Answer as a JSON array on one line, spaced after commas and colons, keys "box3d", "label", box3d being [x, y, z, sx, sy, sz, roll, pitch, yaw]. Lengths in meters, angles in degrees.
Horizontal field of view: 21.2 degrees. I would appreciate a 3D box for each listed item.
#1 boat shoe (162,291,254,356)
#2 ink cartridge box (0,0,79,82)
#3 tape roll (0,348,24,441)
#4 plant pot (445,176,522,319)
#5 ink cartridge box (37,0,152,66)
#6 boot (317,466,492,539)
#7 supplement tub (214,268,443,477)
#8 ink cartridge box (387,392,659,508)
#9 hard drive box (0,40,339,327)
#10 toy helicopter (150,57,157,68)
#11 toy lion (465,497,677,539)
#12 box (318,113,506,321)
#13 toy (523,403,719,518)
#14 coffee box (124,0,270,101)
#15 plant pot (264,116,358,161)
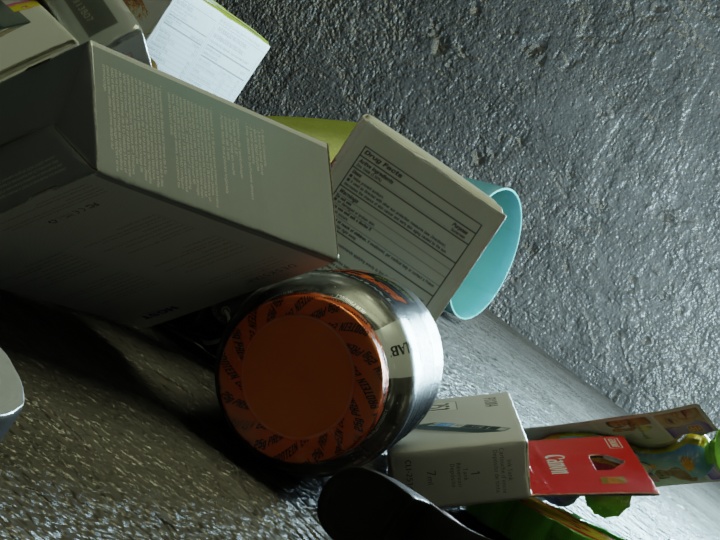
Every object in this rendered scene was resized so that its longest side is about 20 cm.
[{"box3d": [-0.092, 0.037, 1.317, 0.200, 0.072, 0.068, 37, 23, 11], "label": "boat shoe"}, {"box3d": [-0.228, -0.104, 1.277, 0.200, 0.087, 0.146, 44, -21, 56], "label": "ink cartridge box"}, {"box3d": [-0.214, 0.017, 0.645, 0.200, 0.066, 0.200, 34, 4, -3], "label": "tape roll"}, {"box3d": [0.117, -0.051, 2.799, 0.161, 0.201, 0.200, 23, -1, 27], "label": "plant pot"}, {"box3d": [-0.189, -0.147, 1.328, 0.163, 0.057, 0.200, 54, -11, 29], "label": "ink cartridge box"}, {"box3d": [0.078, 0.192, 1.061, 0.188, 0.069, 0.200, 29, -6, 29], "label": "boot"}, {"box3d": [-0.018, 0.060, 1.180, 0.122, 0.123, 0.200, 35, 5, 6], "label": "supplement tub"}, {"box3d": [0.107, 0.121, 1.339, 0.175, 0.045, 0.200, -5, 6, 1], "label": "ink cartridge box"}, {"box3d": [-0.134, -0.039, 1.068, 0.200, 0.155, 0.077, 21, 57, -51], "label": "hard drive box"}, {"box3d": [-0.226, -0.128, 1.555, 0.132, 0.079, 0.200, 18, 36, 8], "label": "toy helicopter"}, {"box3d": [0.171, 0.207, 1.427, 0.191, 0.069, 0.200, 26, -1, 12], "label": "toy lion"}, {"box3d": [0.000, 0.000, 1.430, 0.128, 0.200, 0.109, 34, 6, -3], "label": "box"}, {"box3d": [0.191, 0.158, 1.485, 0.199, 0.047, 0.115, -14, -40, 30], "label": "toy"}, {"box3d": [-0.252, -0.223, 1.933, 0.199, 0.198, 0.200, 36, 5, 26], "label": "coffee box"}, {"box3d": [-0.096, -0.054, 1.623, 0.199, 0.188, 0.187, 12, 17, -35], "label": "plant pot"}]
